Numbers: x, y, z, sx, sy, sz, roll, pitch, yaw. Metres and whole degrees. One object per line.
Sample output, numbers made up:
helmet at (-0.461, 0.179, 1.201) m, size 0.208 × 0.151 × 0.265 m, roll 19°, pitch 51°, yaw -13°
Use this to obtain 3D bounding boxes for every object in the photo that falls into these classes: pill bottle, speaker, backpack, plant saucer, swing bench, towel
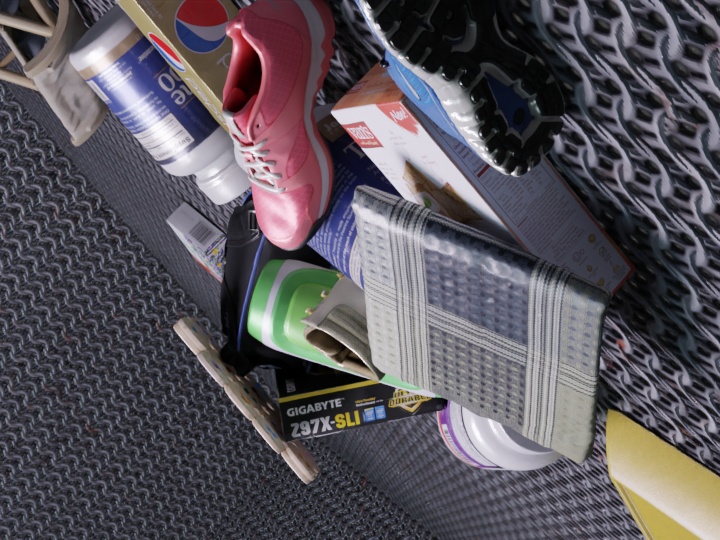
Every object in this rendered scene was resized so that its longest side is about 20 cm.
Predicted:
pill bottle at (-0.173, -0.164, 1.260) m, size 0.200 × 0.111 × 0.111 m, roll 49°, pitch 168°, yaw -22°
speaker at (0.001, 0.052, 1.208) m, size 0.197 × 0.089 × 0.089 m, roll 17°, pitch 164°, yaw 9°
backpack at (-0.071, 0.010, 1.363) m, size 0.145 × 0.186 × 0.200 m, roll 10°, pitch -175°, yaw -14°
pill bottle at (0.141, 0.129, 1.219) m, size 0.111 × 0.111 × 0.200 m, roll 44°, pitch 169°, yaw 0°
plant saucer at (0.305, 0.234, 1.170) m, size 0.199 × 0.048 × 0.200 m, roll 34°, pitch 165°, yaw 46°
swing bench at (-0.417, -0.297, 1.690) m, size 0.199 × 0.130 × 0.199 m, roll 36°, pitch 166°, yaw 16°
towel at (0.084, 0.038, 0.918) m, size 0.191 × 0.035 × 0.201 m, roll 23°, pitch 147°, yaw 21°
pill bottle at (-0.008, -0.064, 1.058) m, size 0.199 × 0.111 × 0.111 m, roll 39°, pitch 168°, yaw 28°

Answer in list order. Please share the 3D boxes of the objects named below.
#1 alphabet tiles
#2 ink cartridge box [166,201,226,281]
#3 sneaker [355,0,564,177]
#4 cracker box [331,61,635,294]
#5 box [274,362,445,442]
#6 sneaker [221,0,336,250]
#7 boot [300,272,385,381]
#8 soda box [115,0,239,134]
alphabet tiles at (-0.110, 0.126, 1.290) m, size 0.200 × 0.015 × 0.196 m, roll 49°, pitch 180°, yaw 2°
ink cartridge box at (-0.248, -0.024, 2.261) m, size 0.109 × 0.050 × 0.201 m, roll 38°, pitch 166°, yaw 33°
sneaker at (0.034, -0.135, 0.734) m, size 0.089 × 0.079 × 0.201 m, roll 27°, pitch 159°, yaw 51°
cracker box at (0.080, -0.056, 0.900) m, size 0.200 × 0.058 × 0.134 m, roll 49°, pitch 167°, yaw -16°
box at (-0.007, 0.114, 1.334) m, size 0.200 × 0.157 × 0.050 m, roll -125°, pitch 25°, yaw -82°
sneaker at (-0.072, -0.106, 0.965) m, size 0.073 × 0.086 × 0.203 m, roll 20°, pitch 120°, yaw 35°
boot at (0.000, 0.000, 1.145) m, size 0.199 × 0.155 × 0.072 m, roll 33°, pitch 164°, yaw 43°
soda box at (-0.126, -0.189, 1.147) m, size 0.200 × 0.068 × 0.064 m, roll 50°, pitch 167°, yaw -25°
